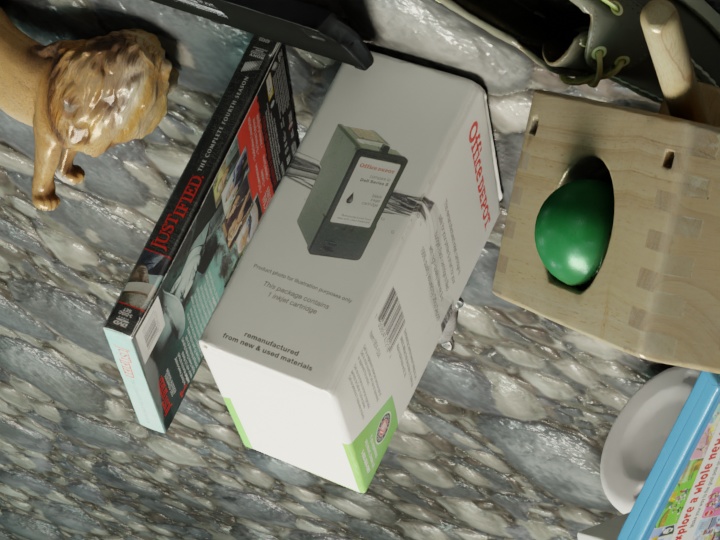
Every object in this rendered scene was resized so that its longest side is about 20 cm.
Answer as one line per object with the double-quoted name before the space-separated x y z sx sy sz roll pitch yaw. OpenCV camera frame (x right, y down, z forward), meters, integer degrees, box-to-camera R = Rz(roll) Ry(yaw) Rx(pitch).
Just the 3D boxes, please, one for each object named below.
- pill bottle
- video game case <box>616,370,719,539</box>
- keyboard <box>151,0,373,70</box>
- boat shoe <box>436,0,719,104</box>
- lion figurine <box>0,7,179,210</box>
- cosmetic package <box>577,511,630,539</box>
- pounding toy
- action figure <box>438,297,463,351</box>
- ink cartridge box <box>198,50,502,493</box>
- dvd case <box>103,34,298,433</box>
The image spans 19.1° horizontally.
"pill bottle" 0.259 0.155 1.391 0.200 0.113 0.112 37 155 -27
"video game case" 0.242 0.092 1.111 0.198 0.018 0.144 -5 138 -23
"keyboard" -0.088 -0.164 1.155 0.199 0.040 0.104 19 175 19
"boat shoe" 0.098 -0.122 1.006 0.201 0.061 0.072 31 155 -20
"lion figurine" -0.208 -0.120 1.305 0.199 0.072 0.123 26 125 13
"cosmetic package" 0.240 0.168 1.254 0.113 0.199 0.082 8 111 58
"pounding toy" 0.157 -0.034 0.947 0.198 0.143 0.184 10 -174 -22
"action figure" -0.025 0.005 1.358 0.192 0.105 0.200 19 -172 -2
"ink cartridge box" 0.000 0.000 1.196 0.083 0.201 0.146 19 157 17
"dvd case" -0.087 -0.020 1.238 0.022 0.201 0.146 19 158 11
